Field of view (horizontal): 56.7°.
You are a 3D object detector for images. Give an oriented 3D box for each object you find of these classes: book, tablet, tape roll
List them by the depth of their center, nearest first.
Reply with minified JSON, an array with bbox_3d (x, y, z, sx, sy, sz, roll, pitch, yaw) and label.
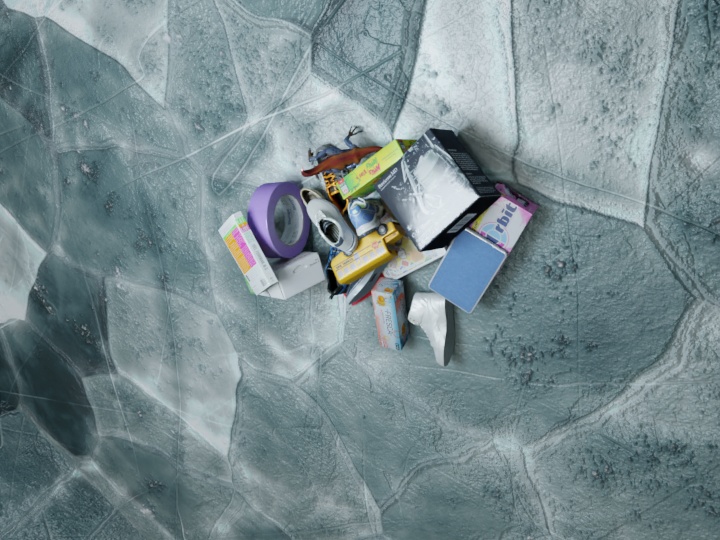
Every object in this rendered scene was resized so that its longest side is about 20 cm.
[{"bbox_3d":[0.256,0.000,1.608,0.130,0.014,0.201,33,126,11],"label":"tablet"},{"bbox_3d":[-0.287,-0.041,1.712,0.201,0.048,0.133,62,154,0],"label":"book"},{"bbox_3d":[-0.215,-0.134,1.774,0.065,0.200,0.202,1,112,28],"label":"tape roll"}]

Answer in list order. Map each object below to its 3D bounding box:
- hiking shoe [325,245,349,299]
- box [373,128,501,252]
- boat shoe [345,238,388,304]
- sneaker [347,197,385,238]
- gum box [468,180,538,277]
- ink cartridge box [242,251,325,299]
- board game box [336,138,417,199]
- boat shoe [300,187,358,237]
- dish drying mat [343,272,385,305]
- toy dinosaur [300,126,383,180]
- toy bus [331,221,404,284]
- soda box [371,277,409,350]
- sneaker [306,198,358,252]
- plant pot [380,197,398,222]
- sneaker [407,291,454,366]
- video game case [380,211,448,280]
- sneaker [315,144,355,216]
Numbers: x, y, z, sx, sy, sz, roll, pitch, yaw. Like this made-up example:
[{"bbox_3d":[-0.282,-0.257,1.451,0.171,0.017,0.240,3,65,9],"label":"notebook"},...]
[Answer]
[{"bbox_3d":[-0.056,-0.028,1.797,0.074,0.087,0.202,2,104,28],"label":"hiking shoe"},{"bbox_3d":[0.173,-0.182,1.518,0.200,0.124,0.197,-44,71,31],"label":"box"},{"bbox_3d":[0.000,0.000,1.773,0.091,0.071,0.201,51,131,18],"label":"boat shoe"},{"bbox_3d":[0.013,-0.151,1.648,0.075,0.200,0.077,-29,107,12],"label":"sneaker"},{"bbox_3d":[0.322,-0.100,1.571,0.113,0.066,0.201,32,125,12],"label":"gum box"},{"bbox_3d":[-0.211,0.008,1.830,0.199,0.146,0.085,7,119,54],"label":"ink cartridge box"},{"bbox_3d":[0.047,-0.243,1.606,0.199,0.101,0.048,-32,80,34],"label":"board game box"},{"bbox_3d":[-0.086,-0.142,1.756,0.072,0.065,0.200,-44,73,6],"label":"boat shoe"},{"bbox_3d":[0.025,0.025,1.826,0.200,0.018,0.077,-34,92,36],"label":"dish drying mat"},{"bbox_3d":[-0.030,-0.263,1.629,0.180,0.201,0.106,-5,126,16],"label":"toy dinosaur"},{"bbox_3d":[0.022,-0.045,1.662,0.199,0.065,0.079,-31,74,23],"label":"toy bus"},{"bbox_3d":[0.082,0.117,1.782,0.068,0.064,0.201,11,131,25],"label":"soda box"},{"bbox_3d":[-0.081,-0.123,1.662,0.200,0.071,0.073,44,104,36],"label":"sneaker"},{"bbox_3d":[0.135,-0.207,1.630,0.199,0.027,0.202,6,101,33],"label":"plant pot"},{"bbox_3d":[0.185,0.151,1.768,0.115,0.074,0.202,5,104,29],"label":"sneaker"},{"bbox_3d":[0.107,-0.086,1.714,0.199,0.023,0.183,-28,90,35],"label":"video game case"},{"bbox_3d":[-0.062,-0.230,1.722,0.078,0.077,0.201,-24,98,36],"label":"sneaker"}]
